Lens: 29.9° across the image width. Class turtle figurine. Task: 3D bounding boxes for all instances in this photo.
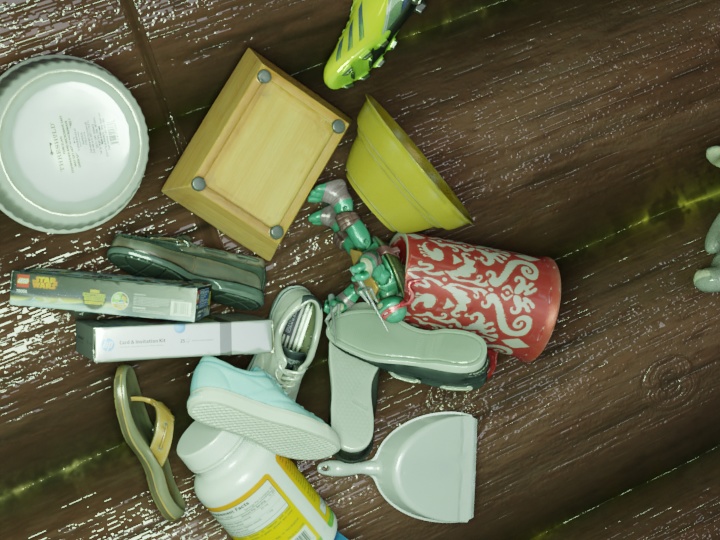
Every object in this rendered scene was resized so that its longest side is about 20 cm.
[{"bbox_3d":[0.000,0.000,1.573,0.100,0.150,0.201,-14,65,-26],"label":"turtle figurine"}]

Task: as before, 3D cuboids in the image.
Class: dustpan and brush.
[{"bbox_3d":[0.045,0.247,1.685,0.198,0.057,0.141,2,92,-27],"label":"dustpan and brush"}]

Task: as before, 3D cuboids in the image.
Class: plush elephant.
[{"bbox_3d":[0.525,-0.089,1.778,0.200,0.163,0.156,-52,125,-39],"label":"plush elephant"}]

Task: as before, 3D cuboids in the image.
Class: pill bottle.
[{"bbox_3d":[-0.124,0.257,1.576,0.111,0.111,0.201,-41,112,-13],"label":"pill bottle"}]

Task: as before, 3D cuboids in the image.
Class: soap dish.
[{"bbox_3d":[-0.115,-0.135,1.581,0.157,0.081,0.201,33,83,-19],"label":"soap dish"}]

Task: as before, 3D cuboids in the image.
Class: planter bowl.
[{"bbox_3d":[0.041,-0.106,1.597,0.083,0.201,0.201,-39,106,9],"label":"planter bowl"}]

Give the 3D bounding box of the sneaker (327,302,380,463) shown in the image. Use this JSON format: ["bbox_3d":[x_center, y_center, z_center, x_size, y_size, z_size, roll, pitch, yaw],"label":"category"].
[{"bbox_3d":[-0.011,0.143,1.649,0.070,0.099,0.202,7,60,-3],"label":"sneaker"}]

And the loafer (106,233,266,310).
[{"bbox_3d":[-0.200,-0.010,1.575,0.198,0.072,0.064,21,66,-26],"label":"loafer"}]

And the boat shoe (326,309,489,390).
[{"bbox_3d":[0.054,0.100,1.590,0.061,0.198,0.076,80,32,-47],"label":"boat shoe"}]

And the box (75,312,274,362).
[{"bbox_3d":[-0.213,0.074,1.520,0.198,0.156,0.042,-3,92,-19],"label":"box"}]

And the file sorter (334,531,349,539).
[{"bbox_3d":[-0.036,0.429,1.618,0.122,0.139,0.201,36,81,-22],"label":"file sorter"}]

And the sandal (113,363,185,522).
[{"bbox_3d":[-0.233,0.195,1.557,0.053,0.080,0.202,-18,106,4],"label":"sandal"}]

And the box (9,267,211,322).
[{"bbox_3d":[-0.268,0.025,1.476,0.197,0.137,0.040,5,91,-1],"label":"box"}]

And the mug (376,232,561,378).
[{"bbox_3d":[0.125,0.047,1.656,0.198,0.133,0.180,14,87,-17],"label":"mug"}]

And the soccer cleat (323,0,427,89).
[{"bbox_3d":[0.013,-0.307,1.637,0.083,0.065,0.201,38,84,12],"label":"soccer cleat"}]

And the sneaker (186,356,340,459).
[{"bbox_3d":[-0.101,0.149,1.518,0.199,0.074,0.083,28,48,-32],"label":"sneaker"}]

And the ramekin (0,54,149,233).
[{"bbox_3d":[-0.327,-0.141,1.492,0.198,0.105,0.203,-1,93,-20],"label":"ramekin"}]

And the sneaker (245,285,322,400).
[{"bbox_3d":[-0.097,0.117,1.608,0.072,0.071,0.202,12,91,-20],"label":"sneaker"}]
